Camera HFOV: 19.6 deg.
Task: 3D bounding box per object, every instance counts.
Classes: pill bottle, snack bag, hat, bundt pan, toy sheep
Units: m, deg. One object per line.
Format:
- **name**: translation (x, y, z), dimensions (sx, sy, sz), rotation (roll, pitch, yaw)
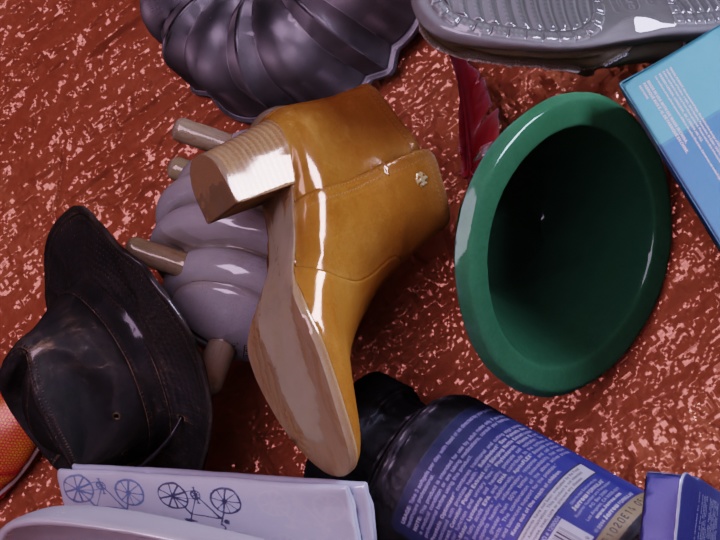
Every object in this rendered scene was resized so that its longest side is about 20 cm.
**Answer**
- **pill bottle**: translation (0.072, 0.138, 1.162), dimensions (0.200, 0.112, 0.112), rotation (29, 89, 24)
- **snack bag**: translation (-0.072, 0.202, 1.189), dimensions (0.188, 0.021, 0.200), rotation (1, 115, 21)
- **hat**: translation (-0.166, 0.065, 1.223), dimensions (0.081, 0.201, 0.201), rotation (-24, 64, -27)
- **hat**: translation (0.069, -0.031, 1.225), dimensions (0.176, 0.166, 0.200), rotation (9, 44, 48)
- **bundt pan**: translation (-0.057, -0.194, 1.301), dimensions (0.202, 0.076, 0.202), rotation (-5, 79, 25)
- **toy sheep**: translation (-0.067, -0.014, 1.239), dimensions (0.138, 0.138, 0.200), rotation (6, 62, 22)

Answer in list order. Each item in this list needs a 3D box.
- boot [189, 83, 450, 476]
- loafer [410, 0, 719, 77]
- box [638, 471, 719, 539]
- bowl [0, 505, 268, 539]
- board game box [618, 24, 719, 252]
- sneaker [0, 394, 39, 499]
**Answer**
- **boot**: translation (-0.001, 0.000, 1.161), dimensions (0.071, 0.144, 0.201), rotation (-22, 90, 53)
- **loafer**: translation (0.117, -0.136, 1.173), dimensions (0.200, 0.070, 0.075), rotation (-1, 59, -23)
- **box**: translation (0.168, 0.172, 1.068), dimensions (0.032, 0.200, 0.121), rotation (4, 78, 21)
- **bowl**: translation (-0.104, 0.222, 1.145), dimensions (0.200, 0.075, 0.200), rotation (8, 108, 16)
- **board game box**: translation (0.265, -0.086, 1.121), dimensions (0.200, 0.047, 0.151), rotation (-31, 71, 7)
- **sneaker**: translation (-0.284, 0.127, 1.323), dimensions (0.200, 0.077, 0.073), rotation (-32, 66, 10)
